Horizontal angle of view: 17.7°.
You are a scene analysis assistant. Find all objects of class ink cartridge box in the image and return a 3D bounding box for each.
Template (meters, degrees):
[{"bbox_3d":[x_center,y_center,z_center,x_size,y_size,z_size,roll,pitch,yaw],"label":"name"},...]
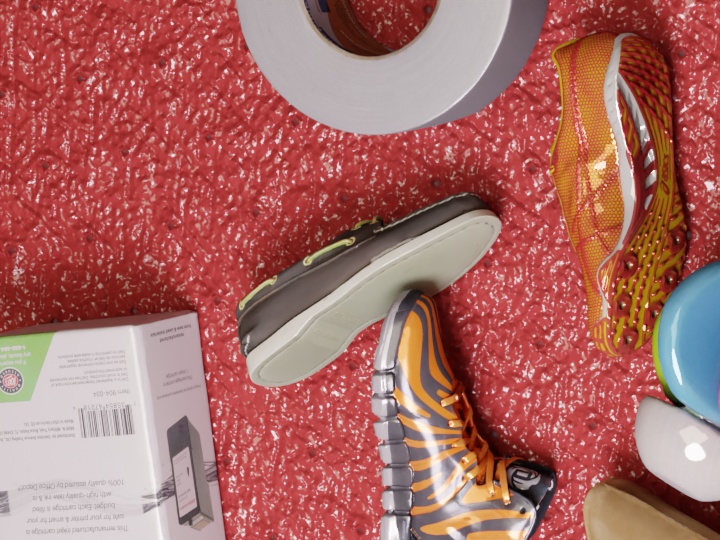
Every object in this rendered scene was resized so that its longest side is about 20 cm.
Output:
[{"bbox_3d":[-0.181,0.137,1.611,0.145,0.084,0.202,-5,94,28],"label":"ink cartridge box"}]

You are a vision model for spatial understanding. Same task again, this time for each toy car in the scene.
[{"bbox_3d":[0.252,0.062,1.319,0.199,0.150,0.176,30,86,24],"label":"toy car"}]

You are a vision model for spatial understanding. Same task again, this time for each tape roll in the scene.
[{"bbox_3d":[0.020,-0.189,1.477,0.199,0.066,0.202,4,99,28],"label":"tape roll"}]

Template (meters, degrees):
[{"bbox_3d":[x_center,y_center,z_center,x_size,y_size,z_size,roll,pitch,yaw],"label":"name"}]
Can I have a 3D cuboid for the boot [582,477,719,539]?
[{"bbox_3d":[0.221,0.221,1.381,0.200,0.066,0.176,14,121,64],"label":"boot"}]

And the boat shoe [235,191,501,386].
[{"bbox_3d":[0.000,0.000,1.508,0.201,0.072,0.061,-33,58,19],"label":"boat shoe"}]

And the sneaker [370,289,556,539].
[{"bbox_3d":[0.071,0.110,1.489,0.111,0.078,0.201,4,111,22],"label":"sneaker"}]

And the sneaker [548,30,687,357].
[{"bbox_3d":[0.156,-0.047,1.434,0.077,0.073,0.202,2,94,49],"label":"sneaker"}]
